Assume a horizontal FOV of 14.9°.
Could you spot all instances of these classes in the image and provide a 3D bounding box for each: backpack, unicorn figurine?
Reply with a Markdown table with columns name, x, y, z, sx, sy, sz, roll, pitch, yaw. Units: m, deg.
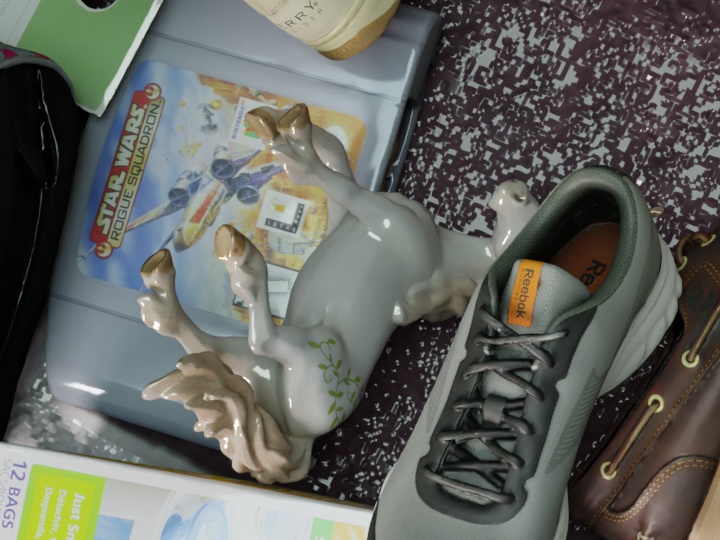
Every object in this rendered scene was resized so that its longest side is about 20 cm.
| name | x | y | z | sx | sy | sz | roll | pitch | yaw |
| --- | --- | --- | --- | --- | --- | --- | --- | --- | --- |
| backpack | -0.198 | -0.008 | 1.102 | 0.150 | 0.177 | 0.201 | 25 | 101 | 13 |
| unicorn figurine | 0.000 | 0.000 | 1.087 | 0.200 | 0.074 | 0.137 | -49 | 116 | -12 |

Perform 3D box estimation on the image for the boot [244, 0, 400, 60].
| name | x | y | z | sx | sy | sz | roll | pitch | yaw |
| --- | --- | --- | --- | --- | --- | --- | --- | --- | --- |
| boot | -0.044 | -0.201 | 1.104 | 0.073 | 0.155 | 0.201 | -16 | 57 | 53 |

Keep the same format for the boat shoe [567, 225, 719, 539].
| name | x | y | z | sx | sy | sz | roll | pitch | yaw |
| --- | --- | --- | --- | --- | --- | --- | --- | --- | --- |
| boat shoe | 0.144 | 0.019 | 1.082 | 0.070 | 0.070 | 0.201 | 25 | 88 | 11 |

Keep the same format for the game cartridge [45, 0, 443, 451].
| name | x | y | z | sx | sy | sz | roll | pitch | yaw |
| --- | --- | --- | --- | --- | --- | --- | --- | --- | --- |
| game cartridge | -0.056 | -0.028 | 1.154 | 0.133 | 0.042 | 0.201 | 16 | 86 | 10 |

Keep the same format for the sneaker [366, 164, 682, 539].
| name | x | y | z | sx | sy | sz | roll | pitch | yaw |
| --- | --- | --- | --- | --- | --- | --- | --- | --- | --- |
| sneaker | 0.053 | 0.046 | 1.012 | 0.074 | 0.079 | 0.201 | 17 | 62 | 22 |

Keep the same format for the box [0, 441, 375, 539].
| name | x | y | z | sx | sy | sz | roll | pitch | yaw |
| --- | --- | --- | --- | --- | --- | --- | --- | --- | --- |
| box | -0.047 | 0.140 | 1.092 | 0.199 | 0.101 | 0.113 | 10 | 85 | 14 |

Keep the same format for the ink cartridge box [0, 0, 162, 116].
| name | x | y | z | sx | sy | sz | roll | pitch | yaw |
| --- | --- | --- | --- | --- | --- | --- | --- | --- | --- |
| ink cartridge box | -0.155 | -0.167 | 1.189 | 0.200 | 0.048 | 0.146 | 28 | 89 | 14 |
